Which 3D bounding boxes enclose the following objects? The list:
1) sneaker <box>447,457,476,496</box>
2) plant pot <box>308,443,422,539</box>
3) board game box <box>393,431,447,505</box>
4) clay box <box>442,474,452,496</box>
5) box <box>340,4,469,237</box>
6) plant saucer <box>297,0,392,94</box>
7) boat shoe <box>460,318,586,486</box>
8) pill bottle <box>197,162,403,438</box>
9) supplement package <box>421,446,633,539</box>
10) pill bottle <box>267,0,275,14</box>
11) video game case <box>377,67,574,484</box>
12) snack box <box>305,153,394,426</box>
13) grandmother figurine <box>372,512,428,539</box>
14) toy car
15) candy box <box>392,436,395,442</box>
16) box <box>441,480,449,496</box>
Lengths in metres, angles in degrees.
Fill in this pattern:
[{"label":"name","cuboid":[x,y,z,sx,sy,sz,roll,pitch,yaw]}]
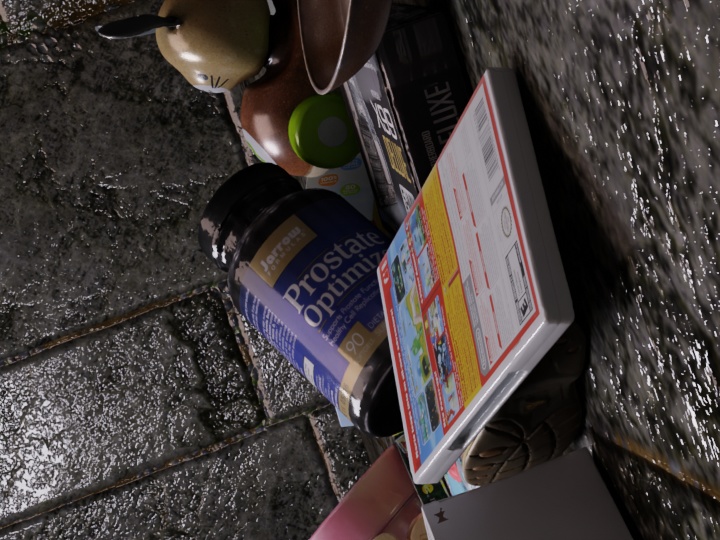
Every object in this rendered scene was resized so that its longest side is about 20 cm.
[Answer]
[{"label":"sneaker","cuboid":[0.085,0.090,0.995,0.200,0.079,0.096,-121,29,-43]},{"label":"plant pot","cuboid":[0.042,0.319,1.466,0.179,0.200,0.200,40,169,9]},{"label":"board game box","cuboid":[0.071,0.206,1.103,0.105,0.023,0.200,62,178,27]},{"label":"clay box","cuboid":[0.098,0.181,1.096,0.115,0.047,0.201,-115,1,-46]},{"label":"box","cuboid":[0.033,-0.090,0.886,0.200,0.049,0.159,-127,19,-73]},{"label":"plant saucer","cuboid":[-0.008,-0.199,0.754,0.200,0.032,0.202,180,90,-78]},{"label":"boat shoe","cuboid":[0.089,0.061,0.798,0.201,0.071,0.068,89,166,-54]},{"label":"pill bottle","cuboid":[-0.022,0.014,0.948,0.200,0.112,0.112,41,160,28]},{"label":"supplement package","cuboid":[0.115,0.223,0.841,0.201,0.113,0.110,76,174,-48]},{"label":"pill bottle","cuboid":[-0.093,-0.257,1.218,0.200,0.112,0.113,-120,12,-64]},{"label":"video game case","cuboid":[0.054,0.010,0.724,0.200,0.017,0.144,119,147,-55]},{"label":"snack box","cuboid":[0.000,0.000,1.142,0.201,0.067,0.169,-84,-16,-48]},{"label":"grandmother figurine","cuboid":[0.097,0.219,0.957,0.200,0.121,0.061,32,-131,-45]},{"label":"toy car","cuboid":[-0.103,-0.161,1.038,0.164,0.198,0.159,-149,67,-74]},{"label":"candy box","cuboid":[0.029,0.071,1.428,0.137,0.061,0.201,86,163,-69]},{"label":"box","cuboid":[0.097,0.230,1.268,0.201,0.047,0.122,68,-172,21]}]
